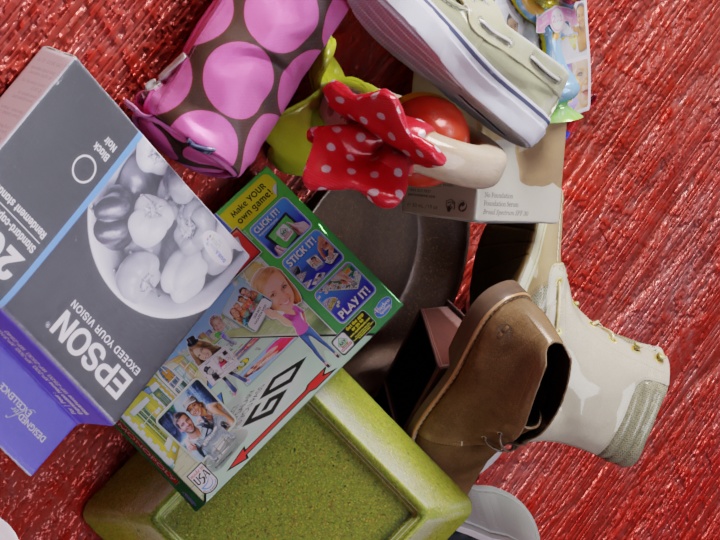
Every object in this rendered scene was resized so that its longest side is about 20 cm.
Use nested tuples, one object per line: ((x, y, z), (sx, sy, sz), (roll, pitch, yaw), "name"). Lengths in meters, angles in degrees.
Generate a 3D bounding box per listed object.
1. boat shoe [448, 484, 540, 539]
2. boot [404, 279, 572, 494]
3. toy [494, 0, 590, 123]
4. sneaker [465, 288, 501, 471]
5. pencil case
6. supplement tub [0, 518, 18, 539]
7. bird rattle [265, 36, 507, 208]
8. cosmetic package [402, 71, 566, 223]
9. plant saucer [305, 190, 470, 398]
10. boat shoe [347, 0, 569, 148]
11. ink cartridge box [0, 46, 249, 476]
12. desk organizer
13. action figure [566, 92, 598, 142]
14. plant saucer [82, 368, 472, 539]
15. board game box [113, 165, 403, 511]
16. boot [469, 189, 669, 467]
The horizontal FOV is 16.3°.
((0.060, 0.190, 1.960), (0.060, 0.076, 0.200), (-35, 132, 25), "boat shoe")
((0.087, 0.108, 1.749), (0.073, 0.075, 0.200), (-15, 138, -40), "boot")
((0.138, -0.199, 1.729), (0.115, 0.047, 0.201), (-20, 113, -52), "toy")
((0.092, 0.070, 1.918), (0.200, 0.075, 0.105), (-46, 141, -41), "sneaker")
((-0.067, -0.158, 1.612), (0.094, 0.091, 0.200), (35, 79, -27), "pencil case")
((-0.261, 0.260, 1.562), (0.144, 0.144, 0.201), (-29, 130, -37), "supplement tub")
((0.024, -0.097, 1.655), (0.163, 0.200, 0.113), (13, 96, -27), "bird rattle")
((0.094, -0.135, 1.783), (0.105, 0.071, 0.201), (-2, 97, -49), "cosmetic package")
((0.000, 0.000, 1.812), (0.200, 0.037, 0.201), (-26, 127, -39), "plant saucer")
((0.063, -0.154, 1.642), (0.200, 0.072, 0.062), (38, 79, -43), "boat shoe")
((-0.190, 0.001, 1.556), (0.200, 0.043, 0.198), (-52, 128, -15), "ink cartridge box")
((0.019, 0.124, 1.824), (0.077, 0.072, 0.200), (-3, 129, -49), "desk organizer")
((0.145, -0.127, 1.905), (0.065, 0.052, 0.201), (-13, 121, -50), "action figure")
((-0.051, 0.165, 1.713), (0.200, 0.048, 0.200), (-45, 98, -7), "plant saucer")
((-0.085, 0.043, 1.670), (0.200, 0.135, 0.029), (-45, 180, -24), "board game box")
((0.160, 0.038, 1.873), (0.154, 0.072, 0.201), (15, 80, -28), "boot")
